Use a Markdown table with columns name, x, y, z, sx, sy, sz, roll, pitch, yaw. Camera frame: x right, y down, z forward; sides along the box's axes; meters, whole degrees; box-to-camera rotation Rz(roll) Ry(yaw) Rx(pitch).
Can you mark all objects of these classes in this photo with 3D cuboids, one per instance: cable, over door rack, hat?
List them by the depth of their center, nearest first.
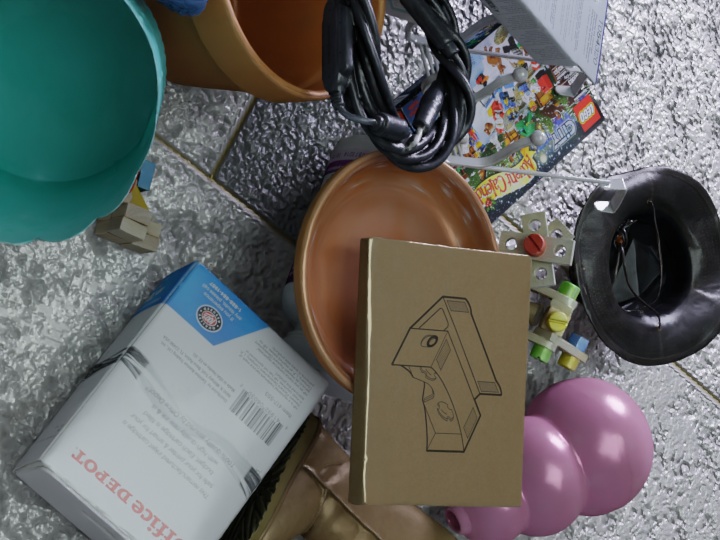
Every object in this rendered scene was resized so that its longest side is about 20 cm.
| name | x | y | z | sx | sy | sz | roll | pitch | yaw |
| --- | --- | --- | --- | --- | --- | --- | --- | --- | --- |
| cable | 0.034 | -0.180 | 1.352 | 0.163 | 0.051 | 0.201 | 20 | 62 | -45 |
| over door rack | 0.141 | -0.144 | 1.504 | 0.199 | 0.067 | 0.148 | 13 | 50 | -33 |
| hat | 0.252 | 0.000 | 1.647 | 0.200 | 0.081 | 0.202 | 6 | 80 | -34 |

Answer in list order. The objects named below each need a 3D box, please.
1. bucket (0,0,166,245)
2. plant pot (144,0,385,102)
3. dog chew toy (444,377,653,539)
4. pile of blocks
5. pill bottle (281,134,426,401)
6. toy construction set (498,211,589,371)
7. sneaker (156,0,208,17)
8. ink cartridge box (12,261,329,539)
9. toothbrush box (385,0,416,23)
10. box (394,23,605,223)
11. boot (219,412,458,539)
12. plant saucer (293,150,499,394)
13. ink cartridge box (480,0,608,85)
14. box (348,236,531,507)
| name | x | y | z | sx | sy | sz | roll | pitch | yaw |
| --- | --- | --- | --- | --- | --- | --- | --- | --- | --- |
| bucket | -0.230 | -0.132 | 1.236 | 0.206 | 0.135 | 0.209 | 0 | 105 | -1 |
| plant pot | -0.095 | -0.220 | 1.361 | 0.200 | 0.139 | 0.202 | 12 | 75 | -51 |
| dog chew toy | 0.160 | 0.176 | 1.551 | 0.199 | 0.124 | 0.125 | -26 | 102 | -26 |
| pile of blocks | -0.194 | -0.106 | 1.350 | 0.082 | 0.062 | 0.201 | -39 | 109 | -30 |
| pill bottle | 0.000 | 0.000 | 1.450 | 0.112 | 0.112 | 0.201 | 29 | 71 | -30 |
| toy construction set | 0.132 | 0.017 | 1.513 | 0.092 | 0.131 | 0.200 | -57 | 160 | -17 |
| sneaker | -0.161 | -0.258 | 1.250 | 0.085 | 0.200 | 0.077 | -50 | 149 | 9 |
| ink cartridge box | -0.143 | 0.118 | 1.345 | 0.146 | 0.086 | 0.200 | 43 | 65 | -14 |
| toothbrush box | 0.061 | -0.329 | 1.475 | 0.200 | 0.085 | 0.147 | -50 | 144 | -26 |
| box | 0.122 | -0.139 | 1.589 | 0.200 | 0.038 | 0.137 | -42 | 110 | -30 |
| boot | -0.020 | 0.234 | 1.449 | 0.200 | 0.066 | 0.176 | 46 | 64 | -25 |
| plant saucer | 0.026 | 0.006 | 1.376 | 0.199 | 0.037 | 0.202 | 3 | 85 | -37 |
| ink cartridge box | 0.157 | -0.282 | 1.476 | 0.200 | 0.043 | 0.198 | 37 | 58 | -56 |
| box | 0.063 | 0.082 | 1.364 | 0.163 | 0.021 | 0.202 | 6 | 85 | -37 |
